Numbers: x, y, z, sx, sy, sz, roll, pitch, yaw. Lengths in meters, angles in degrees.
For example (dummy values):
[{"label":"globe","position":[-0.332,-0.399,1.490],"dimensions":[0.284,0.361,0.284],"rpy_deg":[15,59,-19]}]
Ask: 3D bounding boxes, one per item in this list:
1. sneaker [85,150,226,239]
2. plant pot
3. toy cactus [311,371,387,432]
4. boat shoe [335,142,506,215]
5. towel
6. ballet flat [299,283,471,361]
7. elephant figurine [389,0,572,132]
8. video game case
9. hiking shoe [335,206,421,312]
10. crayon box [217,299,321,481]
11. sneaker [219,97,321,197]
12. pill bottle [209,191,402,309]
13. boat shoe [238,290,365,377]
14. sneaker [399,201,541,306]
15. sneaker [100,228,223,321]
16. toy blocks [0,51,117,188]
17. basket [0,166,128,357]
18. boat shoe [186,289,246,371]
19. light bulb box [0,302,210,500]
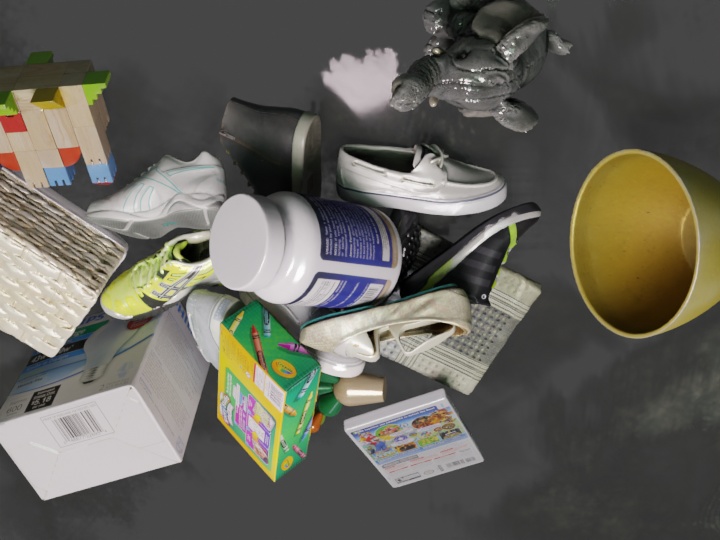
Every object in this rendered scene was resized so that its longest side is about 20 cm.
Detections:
[{"label":"sneaker","position":[-0.233,-0.086,1.036],"dimensions":[0.196,0.082,0.070],"rpy_deg":[-6,162,26]},{"label":"plant pot","position":[0.350,-0.034,0.993],"dimensions":[0.139,0.201,0.203],"rpy_deg":[-4,126,-26]},{"label":"toy cactus","position":[-0.046,0.144,1.148],"dimensions":[0.161,0.103,0.203],"rpy_deg":[2,133,12]},{"label":"boat shoe","position":[0.069,-0.112,1.008],"dimensions":[0.195,0.073,0.067],"rpy_deg":[7,128,7]},{"label":"towel","position":[0.103,0.051,1.133],"dimensions":[0.197,0.035,0.194],"rpy_deg":[26,116,-11]},{"label":"ballet flat","position":[0.028,0.067,0.979],"dimensions":[0.196,0.064,0.068],"rpy_deg":[-16,158,5]},{"label":"elephant figurine","position":[0.123,-0.197,0.871],"dimensions":[0.154,0.201,0.142],"rpy_deg":[-33,116,20]},{"label":"video game case","position":[0.077,0.232,1.208],"dimensions":[0.141,0.018,0.201],"rpy_deg":[-19,141,12]},{"label":"hiking shoe","position":[0.000,0.000,1.065],"dimensions":[0.100,0.076,0.203],"rpy_deg":[31,116,15]},{"label":"crayon box","position":[-0.114,0.147,1.064],"dimensions":[0.119,0.058,0.202],"rpy_deg":[42,144,25]},{"label":"sneaker","position":[-0.104,-0.106,1.024],"dimensions":[0.104,0.075,0.203],"rpy_deg":[18,130,12]},{"label":"pill bottle","position":[-0.056,-0.021,0.947],"dimensions":[0.198,0.117,0.116],"rpy_deg":[7,132,-48]},{"label":"boat shoe","position":[-0.066,0.046,1.063],"dimensions":[0.071,0.200,0.069],"rpy_deg":[-16,136,-42]},{"label":"sneaker","position":[0.137,0.000,1.042],"dimensions":[0.198,0.072,0.084],"rpy_deg":[-35,90,3]},{"label":"sneaker","position":[-0.228,-0.006,1.066],"dimensions":[0.197,0.076,0.077],"rpy_deg":[-25,151,6]},{"label":"toy blocks","position":[-0.356,-0.154,0.987],"dimensions":[0.195,0.101,0.138],"rpy_deg":[-3,134,2]},{"label":"basket","position":[-0.397,-0.012,1.048],"dimensions":[0.199,0.124,0.136],"rpy_deg":[35,116,-18]},{"label":"boat shoe","position":[-0.172,0.082,1.118],"dimensions":[0.070,0.071,0.202],"rpy_deg":[24,153,17]},{"label":"light bulb box","position":[-0.310,0.148,1.101],"dimensions":[0.194,0.201,0.126],"rpy_deg":[-17,119,12]}]
